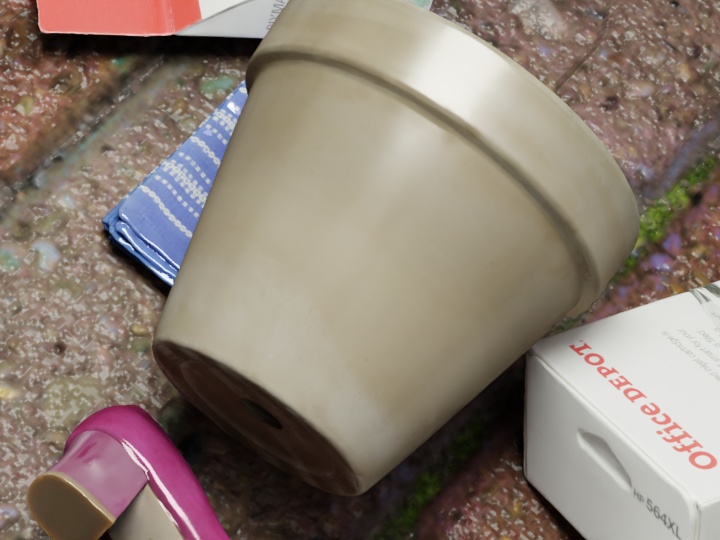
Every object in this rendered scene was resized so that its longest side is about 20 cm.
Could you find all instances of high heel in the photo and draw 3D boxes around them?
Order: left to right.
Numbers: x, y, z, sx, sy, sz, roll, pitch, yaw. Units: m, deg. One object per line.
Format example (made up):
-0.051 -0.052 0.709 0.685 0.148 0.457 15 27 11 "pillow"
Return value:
-0.058 0.142 1.109 0.200 0.067 0.096 50 29 -2 "high heel"

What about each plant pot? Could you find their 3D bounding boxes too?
0.000 0.000 1.121 0.200 0.200 0.174 34 73 4 "plant pot"

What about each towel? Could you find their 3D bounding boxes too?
-0.019 -0.040 1.241 0.145 0.024 0.200 38 57 5 "towel"

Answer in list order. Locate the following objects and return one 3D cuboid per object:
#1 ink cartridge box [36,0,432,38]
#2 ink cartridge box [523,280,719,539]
-0.073 -0.192 1.286 0.199 0.050 0.162 2 51 -18 "ink cartridge box"
0.196 0.075 1.172 0.199 0.085 0.146 -17 36 -23 "ink cartridge box"
